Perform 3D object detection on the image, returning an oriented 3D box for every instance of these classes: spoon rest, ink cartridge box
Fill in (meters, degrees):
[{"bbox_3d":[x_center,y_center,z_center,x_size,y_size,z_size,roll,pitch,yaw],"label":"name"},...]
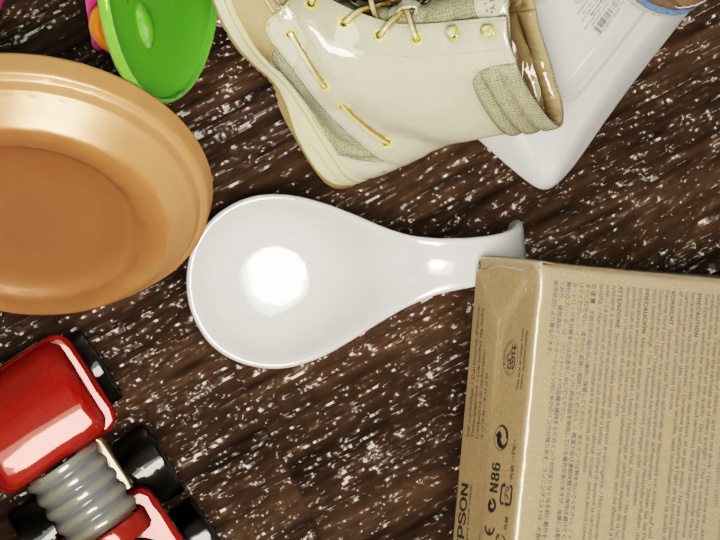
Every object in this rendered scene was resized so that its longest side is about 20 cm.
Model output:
[{"bbox_3d":[0.000,0.000,1.626,0.199,0.061,0.100,-7,92,-6],"label":"spoon rest"},{"bbox_3d":[0.143,0.097,1.609,0.164,0.075,0.201,6,90,-28],"label":"ink cartridge box"}]

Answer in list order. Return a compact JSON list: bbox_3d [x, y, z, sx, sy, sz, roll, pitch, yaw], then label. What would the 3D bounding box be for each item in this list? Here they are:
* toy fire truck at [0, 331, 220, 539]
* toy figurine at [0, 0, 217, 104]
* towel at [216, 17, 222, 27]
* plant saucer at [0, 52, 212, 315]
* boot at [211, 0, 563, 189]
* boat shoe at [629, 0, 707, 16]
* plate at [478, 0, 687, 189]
[{"bbox_3d":[-0.160,0.136,1.542,0.129,0.200,0.176,-33,94,-4],"label":"toy fire truck"},{"bbox_3d":[-0.194,-0.187,1.552,0.184,0.150,0.200,2,129,21],"label":"toy figurine"},{"bbox_3d":[-0.031,-0.205,1.639,0.199,0.023,0.144,8,88,-7],"label":"towel"},{"bbox_3d":[-0.181,-0.038,1.550,0.200,0.200,0.038,7,51,-5],"label":"plant saucer"},{"bbox_3d":[0.012,-0.141,1.559,0.154,0.072,0.200,-12,125,29],"label":"boot"},{"bbox_3d":[0.123,-0.218,1.584,0.200,0.072,0.072,32,82,-10],"label":"boat shoe"},{"bbox_3d":[0.095,-0.182,1.631,0.200,0.032,0.200,39,81,-9],"label":"plate"}]
